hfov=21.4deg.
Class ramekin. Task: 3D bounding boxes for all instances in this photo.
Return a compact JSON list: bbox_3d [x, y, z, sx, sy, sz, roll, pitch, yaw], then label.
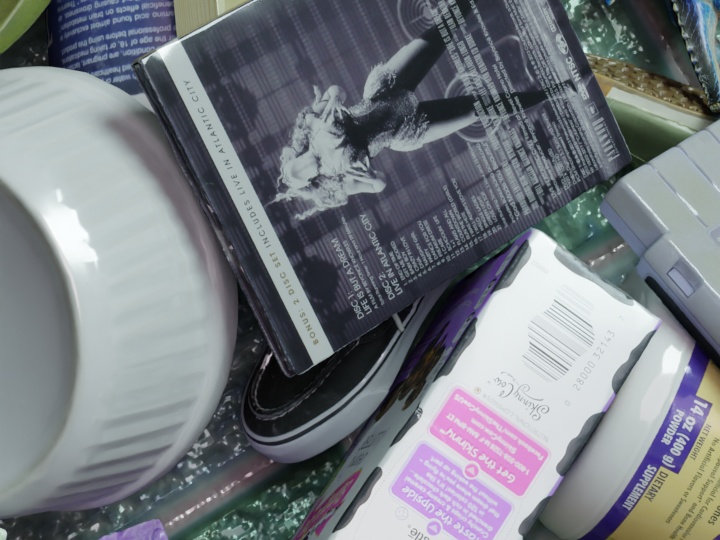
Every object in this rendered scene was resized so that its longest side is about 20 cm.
[{"bbox_3d":[-0.160,0.016,0.831,0.201,0.094,0.204,5,103,25],"label":"ramekin"}]

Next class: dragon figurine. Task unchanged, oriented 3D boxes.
[{"bbox_3d":[0.159,-0.155,0.948,0.099,0.059,0.201,31,55,-12],"label":"dragon figurine"}]

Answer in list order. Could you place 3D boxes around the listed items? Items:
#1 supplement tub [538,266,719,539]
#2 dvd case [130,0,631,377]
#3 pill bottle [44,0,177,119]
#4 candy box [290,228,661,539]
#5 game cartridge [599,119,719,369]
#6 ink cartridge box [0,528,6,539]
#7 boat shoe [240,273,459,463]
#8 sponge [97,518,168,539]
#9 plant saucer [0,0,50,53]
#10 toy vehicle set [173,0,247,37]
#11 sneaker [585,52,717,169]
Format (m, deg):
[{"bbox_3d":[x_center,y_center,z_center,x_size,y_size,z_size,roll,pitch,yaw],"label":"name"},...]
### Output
[{"bbox_3d":[0.196,0.095,0.897,0.199,0.145,0.146,26,79,-4],"label":"supplement tub"},{"bbox_3d":[0.015,-0.068,0.832,0.199,0.016,0.149,-32,103,-25],"label":"dvd case"},{"bbox_3d":[-0.092,-0.104,0.899,0.110,0.111,0.202,-4,82,-9],"label":"pill bottle"},{"bbox_3d":[0.035,0.093,0.862,0.071,0.168,0.201,34,78,-2],"label":"candy box"},{"bbox_3d":[0.209,0.018,0.841,0.129,0.038,0.200,-30,73,-30],"label":"game cartridge"},{"bbox_3d":[-0.247,0.163,0.747,0.145,0.048,0.201,27,76,-6],"label":"ink cartridge box"},{"bbox_3d":[0.002,0.001,0.891,0.199,0.068,0.074,-47,50,10],"label":"boat shoe"},{"bbox_3d":[-0.099,0.220,0.860,0.030,0.111,0.201,-24,84,32],"label":"sponge"},{"bbox_3d":[-0.178,-0.172,0.878,0.031,0.199,0.202,19,77,-44],"label":"plant saucer"},{"bbox_3d":[-0.009,-0.125,0.895,0.199,0.026,0.125,4,78,-49],"label":"toy vehicle set"},{"bbox_3d":[0.175,-0.038,0.951,0.199,0.067,0.090,21,108,10],"label":"sneaker"}]
